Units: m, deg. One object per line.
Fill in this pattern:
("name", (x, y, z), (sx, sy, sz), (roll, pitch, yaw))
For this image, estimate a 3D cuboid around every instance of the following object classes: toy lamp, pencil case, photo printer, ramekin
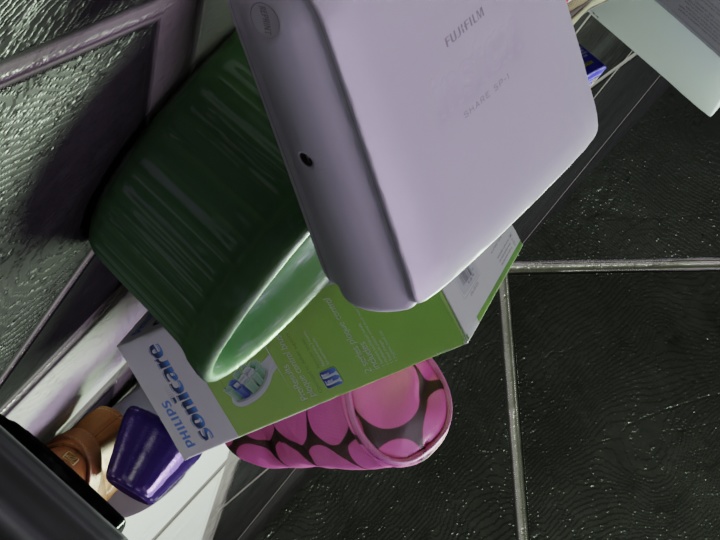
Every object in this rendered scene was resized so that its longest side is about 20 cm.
("toy lamp", (-0.097, 0.056, 1.656), (0.200, 0.058, 0.058), (-59, 177, -15))
("pencil case", (-0.024, 0.081, 1.659), (0.091, 0.094, 0.200), (-14, -176, -32))
("photo printer", (0.024, -0.107, 1.183), (0.166, 0.069, 0.200), (-42, 128, -34))
("ramekin", (-0.047, -0.048, 1.327), (0.200, 0.098, 0.200), (-48, 174, -7))

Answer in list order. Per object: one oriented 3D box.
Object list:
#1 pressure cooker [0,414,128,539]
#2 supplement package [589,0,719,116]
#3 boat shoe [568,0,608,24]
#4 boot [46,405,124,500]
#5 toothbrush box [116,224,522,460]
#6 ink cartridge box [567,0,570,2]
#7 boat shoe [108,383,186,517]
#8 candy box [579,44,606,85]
("pressure cooker", (-0.188, 0.169, 1.203), (0.179, 0.200, 0.176), (-50, 173, 7))
("supplement package", (0.286, -0.237, 2.202), (0.111, 0.156, 0.200), (-48, 174, -4))
("boat shoe", (0.153, -0.222, 1.763), (0.200, 0.074, 0.073), (-52, 171, -39))
("boot", (-0.223, 0.179, 1.679), (0.155, 0.077, 0.200), (-48, 168, -42))
("toothbrush box", (-0.022, 0.014, 1.528), (0.200, 0.086, 0.146), (-23, -165, 24))
("ink cartridge box", (0.143, -0.250, 1.485), (0.200, 0.083, 0.145), (-52, 173, 28))
("boat shoe", (-0.120, 0.085, 1.788), (0.200, 0.072, 0.068), (-57, 171, 6))
("candy box", (0.095, -0.103, 2.073), (0.200, 0.077, 0.169), (-52, 174, 16))
